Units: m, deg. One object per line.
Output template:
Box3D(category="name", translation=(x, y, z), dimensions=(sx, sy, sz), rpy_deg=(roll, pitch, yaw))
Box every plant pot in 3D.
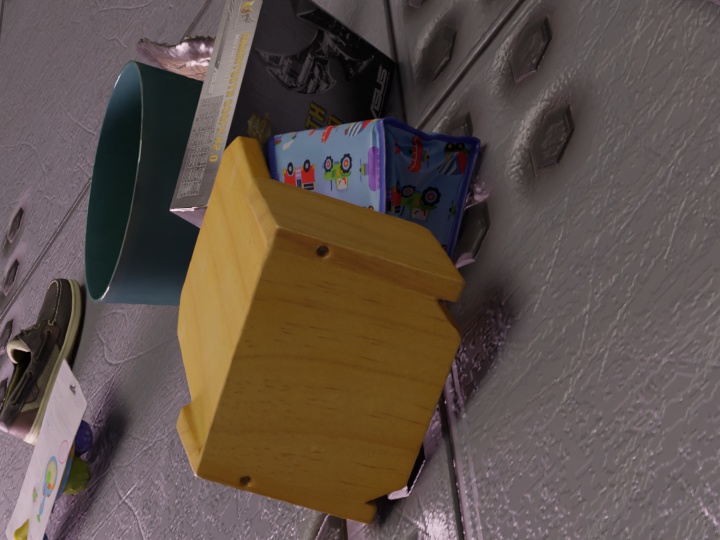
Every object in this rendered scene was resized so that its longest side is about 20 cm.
Box3D(category="plant pot", translation=(-0.131, -0.062, 1.488), dimensions=(0.200, 0.160, 0.202), rpy_deg=(-171, 90, -70))

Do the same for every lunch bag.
Box3D(category="lunch bag", translation=(0.000, 0.000, 1.301), dimensions=(0.150, 0.094, 0.202), rpy_deg=(-3, 80, 54))

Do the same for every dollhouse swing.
Box3D(category="dollhouse swing", translation=(-0.034, 0.030, 1.241), dimensions=(0.176, 0.180, 0.201), rpy_deg=(-85, 13, -63))

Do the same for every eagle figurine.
Box3D(category="eagle figurine", translation=(-0.106, -0.174, 1.604), dimensions=(0.200, 0.150, 0.153), rpy_deg=(-34, 50, 35))

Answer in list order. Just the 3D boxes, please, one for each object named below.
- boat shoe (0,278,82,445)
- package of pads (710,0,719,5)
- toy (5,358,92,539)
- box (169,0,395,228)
Box3D(category="boat shoe", translation=(-0.357, 0.092, 1.965), dimensions=(0.072, 0.066, 0.202), rpy_deg=(-35, 41, 51))
Box3D(category="package of pads", translation=(0.204, -0.234, 1.069), dimensions=(0.121, 0.075, 0.200), rpy_deg=(-62, 25, 11))
Box3D(category="toy", translation=(-0.300, 0.204, 1.784), dimensions=(0.201, 0.047, 0.115), rpy_deg=(-67, 28, 12))
Box3D(category="box", translation=(-0.057, -0.108, 1.398), dimensions=(0.048, 0.158, 0.201), rpy_deg=(-4, 65, 42))
